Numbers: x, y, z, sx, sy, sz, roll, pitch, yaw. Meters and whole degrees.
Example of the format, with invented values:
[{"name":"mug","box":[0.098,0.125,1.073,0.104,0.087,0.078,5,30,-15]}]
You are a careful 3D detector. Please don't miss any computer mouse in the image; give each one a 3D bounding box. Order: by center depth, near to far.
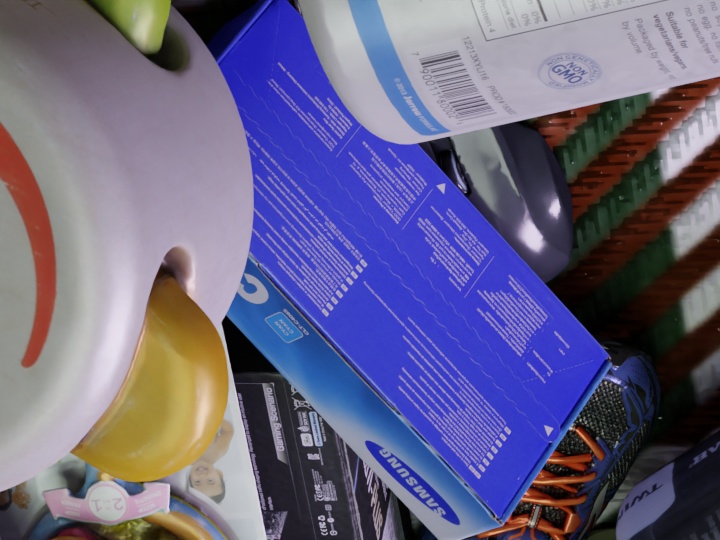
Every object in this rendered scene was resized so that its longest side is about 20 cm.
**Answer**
[{"name":"computer mouse","box":[0.025,-0.061,1.150,0.058,0.034,0.200,-18,126,26]}]

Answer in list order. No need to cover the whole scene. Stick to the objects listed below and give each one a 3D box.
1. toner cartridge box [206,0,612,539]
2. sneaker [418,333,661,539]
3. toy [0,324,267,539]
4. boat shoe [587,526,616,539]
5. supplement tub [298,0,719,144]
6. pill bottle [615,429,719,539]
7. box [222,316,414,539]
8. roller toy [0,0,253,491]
[{"name":"toner cartridge box","box":[0.000,0.000,1.136,0.200,0.095,0.043,47,145,-13]},{"name":"sneaker","box":[0.075,0.102,1.262,0.075,0.079,0.200,15,134,-5]},{"name":"toy","box":[-0.095,0.115,1.144,0.115,0.047,0.201,-5,105,16]},{"name":"boat shoe","box":[0.182,0.145,1.293,0.200,0.063,0.073,-4,132,14]},{"name":"supplement tub","box":[0.085,-0.124,1.013,0.199,0.132,0.132,-12,129,19]},{"name":"pill bottle","box":[0.177,0.106,1.204,0.200,0.106,0.106,-35,119,21]},{"name":"box","box":[-0.071,0.084,1.266,0.163,0.086,0.201,-1,133,11]},{"name":"roller toy","box":[-0.140,-0.017,1.025,0.182,0.140,0.201,-13,100,23]}]
